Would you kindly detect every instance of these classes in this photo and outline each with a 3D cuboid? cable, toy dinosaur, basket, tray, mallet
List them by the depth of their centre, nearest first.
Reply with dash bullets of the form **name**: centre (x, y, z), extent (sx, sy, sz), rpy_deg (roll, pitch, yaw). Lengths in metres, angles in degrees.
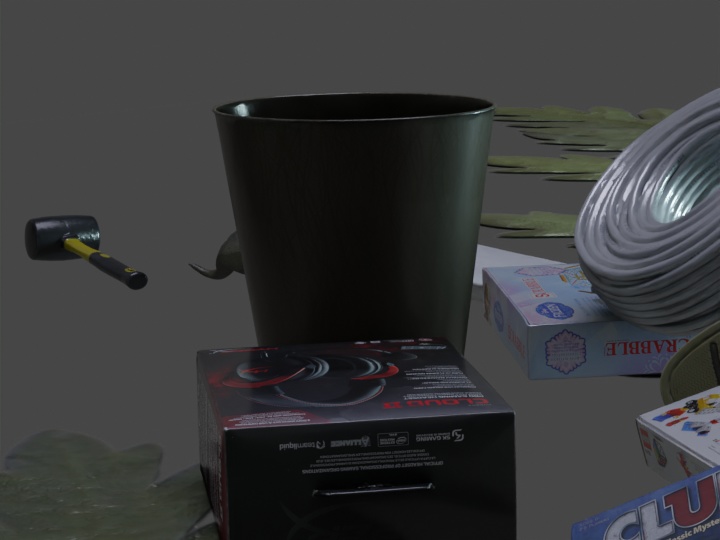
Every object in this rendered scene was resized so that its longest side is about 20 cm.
- **basket**: centre (0.000, 0.000, 1.232), extent (0.180, 0.201, 0.136), rpy_deg (3, 12, 31)
- **cable**: centre (0.232, -0.046, 1.328), extent (0.200, 0.069, 0.200), rpy_deg (-45, 21, 2)
- **tray**: centre (0.085, 0.001, 1.697), extent (0.107, 0.022, 0.200), rpy_deg (-10, 13, -32)
- **toy dinosaur**: centre (-0.065, -0.022, 1.703), extent (0.199, 0.077, 0.102), rpy_deg (7, 6, 26)
- **mallet**: centre (-0.226, -0.013, 1.809), extent (0.066, 0.041, 0.200), rpy_deg (-7, 16, -36)

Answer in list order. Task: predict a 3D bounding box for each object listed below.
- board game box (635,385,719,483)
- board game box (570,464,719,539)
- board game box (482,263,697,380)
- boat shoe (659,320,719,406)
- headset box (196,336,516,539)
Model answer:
- **board game box**: centre (0.240, 0.093, 1.069), extent (0.126, 0.035, 0.200), rpy_deg (-19, 14, -11)
- **board game box**: centre (0.187, 0.099, 0.663), extent (0.199, 0.136, 0.035), rpy_deg (-25, 34, 24)
- **board game box**: centre (0.199, 0.031, 1.460), extent (0.198, 0.041, 0.200), rpy_deg (-2, 11, -4)
- **boat shoe**: centre (0.276, 0.045, 1.221), extent (0.199, 0.075, 0.068), rpy_deg (-23, -12, 10)
- **headset box**: centre (-0.005, 0.093, 1.075), extent (0.148, 0.075, 0.200), rpy_deg (-3, 11, -8)
